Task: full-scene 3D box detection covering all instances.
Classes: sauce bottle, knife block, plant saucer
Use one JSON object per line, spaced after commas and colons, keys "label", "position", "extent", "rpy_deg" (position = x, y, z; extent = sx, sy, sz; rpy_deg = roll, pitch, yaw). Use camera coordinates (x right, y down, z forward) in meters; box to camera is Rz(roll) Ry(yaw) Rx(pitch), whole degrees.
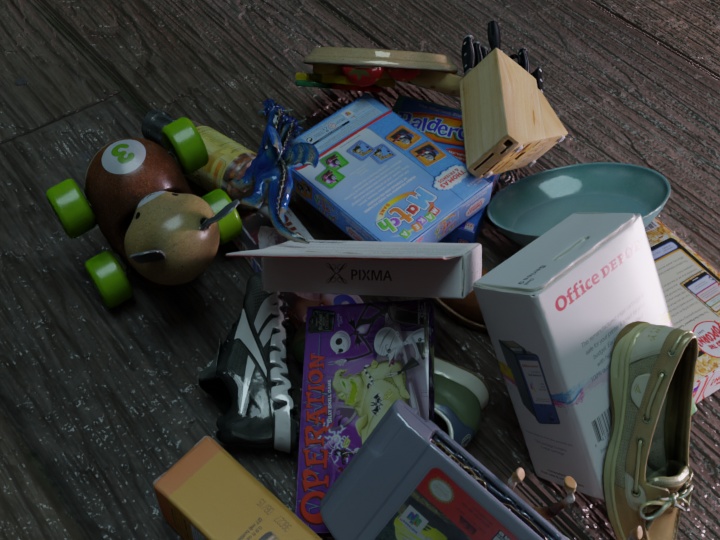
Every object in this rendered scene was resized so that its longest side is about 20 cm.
{"label": "sauce bottle", "position": [-0.182, -0.133, 1.084], "extent": [0.066, 0.067, 0.198], "rpy_deg": [-34, 44, -29]}
{"label": "knife block", "position": [0.148, -0.202, 1.065], "extent": [0.199, 0.064, 0.177], "rpy_deg": [-20, 74, -54]}
{"label": "plant saucer", "position": [0.237, -0.065, 1.032], "extent": [0.195, 0.037, 0.201], "rpy_deg": [-12, 24, 5]}

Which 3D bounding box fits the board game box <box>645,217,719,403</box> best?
{"label": "board game box", "position": [0.306, 0.037, 0.975], "extent": [0.149, 0.047, 0.201], "rpy_deg": [-23, 52, -22]}

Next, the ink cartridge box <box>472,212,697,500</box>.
{"label": "ink cartridge box", "position": [0.200, 0.069, 0.832], "extent": [0.144, 0.203, 0.087], "rpy_deg": [-32, 22, -28]}

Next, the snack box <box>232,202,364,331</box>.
{"label": "snack box", "position": [-0.071, -0.003, 1.006], "extent": [0.071, 0.025, 0.201], "rpy_deg": [-23, 52, -23]}

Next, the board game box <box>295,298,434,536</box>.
{"label": "board game box", "position": [0.006, 0.127, 0.827], "extent": [0.117, 0.032, 0.204], "rpy_deg": [-6, 66, 18]}

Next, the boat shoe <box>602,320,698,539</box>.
{"label": "boat shoe", "position": [0.247, 0.146, 0.780], "extent": [0.072, 0.206, 0.063], "rpy_deg": [-4, 7, -35]}

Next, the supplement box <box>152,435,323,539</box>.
{"label": "supplement box", "position": [-0.080, 0.228, 0.769], "extent": [0.199, 0.070, 0.066], "rpy_deg": [35, 56, 28]}

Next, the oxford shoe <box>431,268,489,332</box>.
{"label": "oxford shoe", "position": [0.150, 0.027, 0.962], "extent": [0.197, 0.072, 0.071], "rpy_deg": [27, 53, 22]}

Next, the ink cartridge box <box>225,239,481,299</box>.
{"label": "ink cartridge box", "position": [0.000, 0.000, 0.861], "extent": [0.195, 0.046, 0.176], "rpy_deg": [1, 7, 17]}

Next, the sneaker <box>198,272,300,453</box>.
{"label": "sneaker", "position": [-0.110, 0.082, 0.898], "extent": [0.088, 0.067, 0.203], "rpy_deg": [-3, 50, -9]}

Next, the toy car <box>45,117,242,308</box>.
{"label": "toy car", "position": [-0.191, -0.050, 0.905], "extent": [0.162, 0.160, 0.199], "rpy_deg": [-31, 18, -17]}

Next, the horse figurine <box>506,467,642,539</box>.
{"label": "horse figurine", "position": [0.167, 0.226, 0.760], "extent": [0.198, 0.134, 0.050], "rpy_deg": [33, 49, 9]}

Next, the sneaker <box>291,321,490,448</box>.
{"label": "sneaker", "position": [0.017, 0.114, 0.874], "extent": [0.196, 0.068, 0.091], "rpy_deg": [19, 45, 10]}

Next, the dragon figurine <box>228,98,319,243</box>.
{"label": "dragon figurine", "position": [-0.080, -0.107, 0.950], "extent": [0.058, 0.101, 0.201], "rpy_deg": [23, 16, -25]}

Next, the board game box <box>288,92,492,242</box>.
{"label": "board game box", "position": [0.021, -0.101, 1.032], "extent": [0.150, 0.037, 0.199], "rpy_deg": [-35, 58, -27]}

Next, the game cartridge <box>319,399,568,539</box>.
{"label": "game cartridge", "position": [0.067, 0.213, 0.734], "extent": [0.199, 0.134, 0.041], "rpy_deg": [39, 26, 9]}

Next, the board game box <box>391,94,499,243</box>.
{"label": "board game box", "position": [0.084, -0.115, 1.102], "extent": [0.149, 0.046, 0.202], "rpy_deg": [15, 48, 11]}

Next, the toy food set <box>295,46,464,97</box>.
{"label": "toy food set", "position": [0.025, -0.241, 1.150], "extent": [0.197, 0.050, 0.196], "rpy_deg": [-7, 15, -41]}
